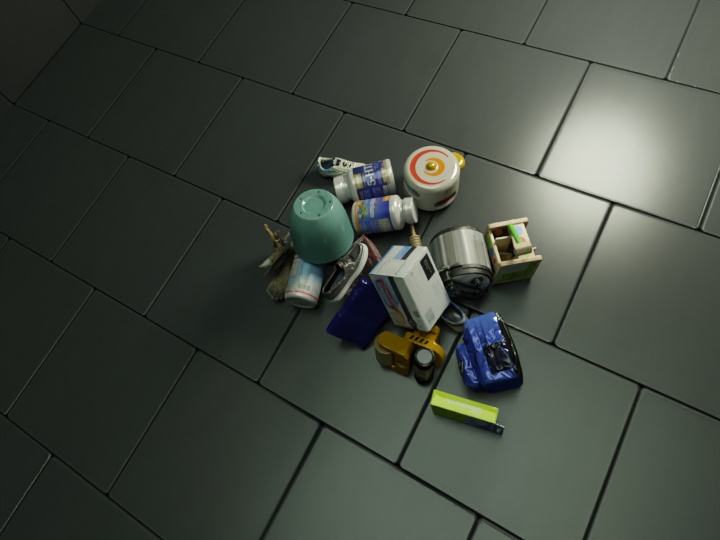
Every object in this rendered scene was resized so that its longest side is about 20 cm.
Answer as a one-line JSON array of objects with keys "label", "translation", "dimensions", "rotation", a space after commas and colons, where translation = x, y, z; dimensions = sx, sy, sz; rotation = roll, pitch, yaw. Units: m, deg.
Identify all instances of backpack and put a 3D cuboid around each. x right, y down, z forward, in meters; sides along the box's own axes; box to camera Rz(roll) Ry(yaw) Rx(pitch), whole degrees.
[{"label": "backpack", "translation": [0.347, 0.223, 1.512], "dimensions": [0.165, 0.163, 0.203], "rotation": [-15, 65, 9]}]

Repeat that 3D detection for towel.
[{"label": "towel", "translation": [0.005, 0.125, 1.618], "dimensions": [0.201, 0.146, 0.050], "rotation": [-55, 28, 17]}]

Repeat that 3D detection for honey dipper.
[{"label": "honey dipper", "translation": [0.166, -0.152, 1.791], "dimensions": [0.037, 0.038, 0.202], "rotation": [-13, 60, 7]}]

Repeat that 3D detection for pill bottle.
[{"label": "pill bottle", "translation": [0.080, -0.181, 1.763], "dimensions": [0.197, 0.112, 0.114], "rotation": [-8, 65, 20]}, {"label": "pill bottle", "translation": [-0.169, 0.011, 1.751], "dimensions": [0.107, 0.109, 0.203], "rotation": [7, 68, 15]}, {"label": "pill bottle", "translation": [0.015, -0.291, 1.837], "dimensions": [0.197, 0.120, 0.121], "rotation": [-14, 64, 6]}]

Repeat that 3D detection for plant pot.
[{"label": "plant pot", "translation": [-0.130, -0.149, 1.683], "dimensions": [0.197, 0.162, 0.203], "rotation": [-5, 53, 6]}]

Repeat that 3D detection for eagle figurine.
[{"label": "eagle figurine", "translation": [-0.262, -0.027, 1.774], "dimensions": [0.151, 0.150, 0.202], "rotation": [-48, 40, 29]}]

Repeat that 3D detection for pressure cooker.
[{"label": "pressure cooker", "translation": [0.295, -0.010, 1.616], "dimensions": [0.173, 0.179, 0.203], "rotation": [-8, 63, 3]}]

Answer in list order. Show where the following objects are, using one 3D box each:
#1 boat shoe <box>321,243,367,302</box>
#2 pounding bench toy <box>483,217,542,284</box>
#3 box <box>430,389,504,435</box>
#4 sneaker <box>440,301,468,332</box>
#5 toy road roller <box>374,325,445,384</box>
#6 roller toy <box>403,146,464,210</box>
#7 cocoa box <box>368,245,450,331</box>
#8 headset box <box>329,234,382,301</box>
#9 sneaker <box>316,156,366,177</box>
[{"label": "boat shoe", "translation": [-0.051, -0.002, 1.638], "dimensions": [0.070, 0.066, 0.201], "rotation": [32, 87, 44]}, {"label": "pounding bench toy", "translation": [0.441, -0.080, 1.594], "dimensions": [0.122, 0.201, 0.158], "rotation": [-9, 65, -3]}, {"label": "box", "translation": [0.291, 0.382, 1.476], "dimensions": [0.197, 0.122, 0.048], "rotation": [14, 68, 18]}, {"label": "sneaker", "translation": [0.239, 0.101, 1.632], "dimensions": [0.199, 0.088, 0.076], "rotation": [32, 78, 24]}, {"label": "toy road roller", "translation": [0.150, 0.220, 1.586], "dimensions": [0.198, 0.124, 0.147], "rotation": [20, 57, 19]}, {"label": "roller toy", "translation": [0.231, -0.301, 1.773], "dimensions": [0.197, 0.140, 0.185], "rotation": [8, 65, 10]}, {"label": "cocoa box", "translation": [0.139, 0.048, 1.534], "dimensions": [0.130, 0.201, 0.134], "rotation": [6, 44, 45]}, {"label": "headset box", "translation": [0.000, 0.000, 1.697], "dimensions": [0.148, 0.075, 0.201], "rotation": [-38, 47, 13]}, {"label": "sneaker", "translation": [-0.061, -0.357, 1.910], "dimensions": [0.197, 0.073, 0.073], "rotation": [7, 66, 14]}]
